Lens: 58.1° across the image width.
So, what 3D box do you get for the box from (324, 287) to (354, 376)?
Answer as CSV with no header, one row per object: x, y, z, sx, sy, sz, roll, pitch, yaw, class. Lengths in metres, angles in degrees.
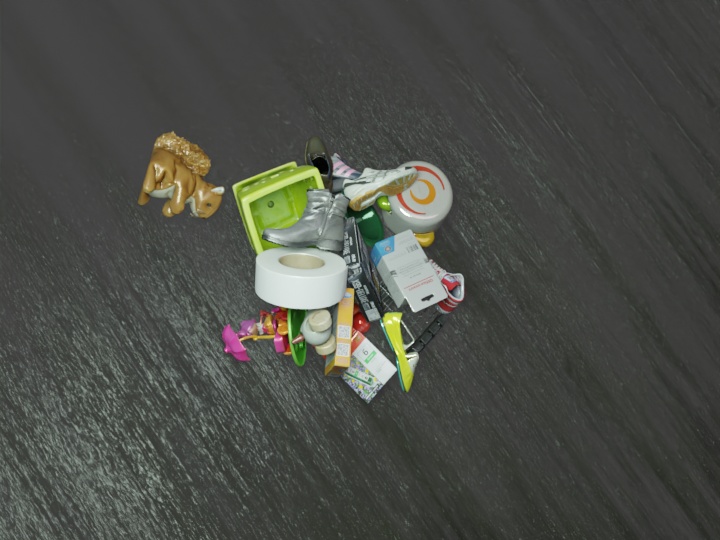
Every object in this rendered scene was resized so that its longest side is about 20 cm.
-0.047,0.132,1.491,0.040,0.119,0.205,9,69,-11,box

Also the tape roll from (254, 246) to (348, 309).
-0.128,0.012,1.396,0.197,0.202,0.073,-1,110,-21,tape roll

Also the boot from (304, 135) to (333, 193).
-0.099,-0.279,1.630,0.073,0.098,0.204,-6,62,-10,boot

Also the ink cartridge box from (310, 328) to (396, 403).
-0.019,0.207,1.559,0.200,0.050,0.109,44,84,-1,ink cartridge box

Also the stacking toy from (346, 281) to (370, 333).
-0.046,0.072,1.609,0.085,0.085,0.202,-36,93,-28,stacking toy

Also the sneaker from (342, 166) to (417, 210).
0.047,-0.230,1.628,0.196,0.076,0.089,-23,61,-12,sneaker

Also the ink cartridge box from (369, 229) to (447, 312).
0.120,0.012,1.636,0.114,0.067,0.203,-21,72,-24,ink cartridge box

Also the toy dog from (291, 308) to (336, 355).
-0.115,0.106,1.418,0.094,0.200,0.135,-14,105,-6,toy dog

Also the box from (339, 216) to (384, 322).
0.000,0.000,1.560,0.049,0.202,0.160,-16,44,9,box

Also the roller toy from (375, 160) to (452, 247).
0.150,-0.181,1.733,0.199,0.140,0.183,39,69,7,roller toy

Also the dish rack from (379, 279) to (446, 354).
0.118,0.106,1.667,0.200,0.055,0.153,47,61,2,dish rack

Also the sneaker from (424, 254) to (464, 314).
0.199,0.011,1.696,0.071,0.112,0.202,-33,85,-28,sneaker

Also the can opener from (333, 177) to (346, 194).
-0.128,-0.209,1.669,0.195,0.053,0.068,-11,79,-13,can opener

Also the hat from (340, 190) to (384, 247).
-0.061,-0.099,1.694,0.198,0.174,0.169,19,47,-48,hat

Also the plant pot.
-0.188,-0.136,1.533,0.195,0.181,0.204,-24,119,-16,plant pot

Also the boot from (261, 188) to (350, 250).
-0.121,-0.118,1.439,0.195,0.070,0.136,3,95,-24,boot

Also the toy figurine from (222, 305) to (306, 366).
-0.224,0.137,1.486,0.179,0.153,0.202,-7,30,7,toy figurine

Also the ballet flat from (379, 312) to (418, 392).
0.106,0.198,1.590,0.065,0.067,0.205,-18,96,4,ballet flat

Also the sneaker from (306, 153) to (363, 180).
-0.048,-0.270,1.730,0.195,0.070,0.084,13,69,-18,sneaker

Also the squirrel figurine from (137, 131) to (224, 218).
-0.412,-0.221,1.541,0.183,0.141,0.205,17,68,-21,squirrel figurine
